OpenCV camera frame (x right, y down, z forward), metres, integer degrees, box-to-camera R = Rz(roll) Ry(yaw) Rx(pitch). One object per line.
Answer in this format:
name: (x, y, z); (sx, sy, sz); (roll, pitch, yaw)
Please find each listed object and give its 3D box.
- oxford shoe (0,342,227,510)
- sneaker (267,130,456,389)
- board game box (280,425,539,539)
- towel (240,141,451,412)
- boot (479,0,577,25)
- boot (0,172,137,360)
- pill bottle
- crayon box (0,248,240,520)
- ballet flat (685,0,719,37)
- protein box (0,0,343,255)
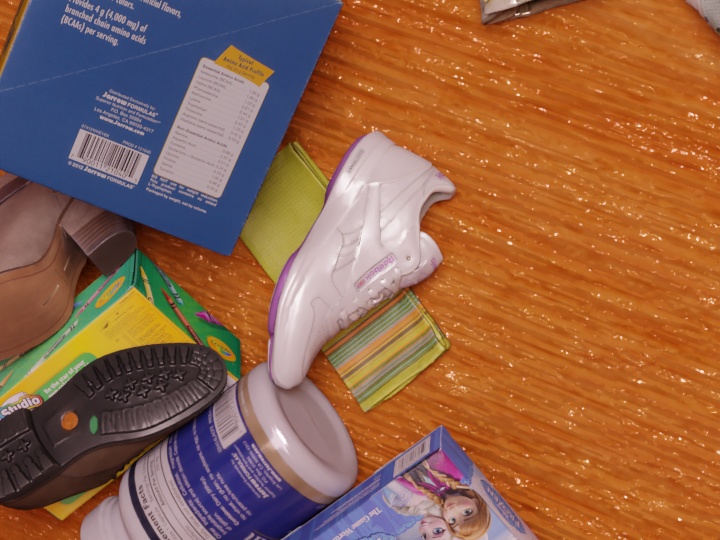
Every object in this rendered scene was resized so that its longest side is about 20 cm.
oxford shoe: (-0.187, 0.115, 1.131); (0.199, 0.085, 0.073); (-24, 62, -1)
sneaker: (0.000, 0.000, 1.105); (0.099, 0.075, 0.201); (26, 81, 6)
board game box: (0.044, 0.247, 1.112); (0.200, 0.043, 0.199); (-38, 102, 17)
towel: (-0.022, 0.005, 1.166); (0.086, 0.018, 0.200); (-39, 81, 16)
boot: (0.074, -0.253, 1.093); (0.198, 0.072, 0.156); (-6, 94, 18)
boot: (-0.262, -0.017, 1.171); (0.199, 0.071, 0.146); (-31, 42, -14)
pill bottle: (-0.109, 0.168, 1.153); (0.200, 0.116, 0.116); (-38, 81, 17)
crayon box: (-0.203, 0.091, 1.179); (0.200, 0.058, 0.119); (-38, 118, 16)
ballet flat: (0.243, -0.232, 1.045); (0.071, 0.069, 0.202); (-6, 87, 37)
protein box: (-0.146, -0.153, 1.084); (0.197, 0.135, 0.201); (21, 108, -16)
